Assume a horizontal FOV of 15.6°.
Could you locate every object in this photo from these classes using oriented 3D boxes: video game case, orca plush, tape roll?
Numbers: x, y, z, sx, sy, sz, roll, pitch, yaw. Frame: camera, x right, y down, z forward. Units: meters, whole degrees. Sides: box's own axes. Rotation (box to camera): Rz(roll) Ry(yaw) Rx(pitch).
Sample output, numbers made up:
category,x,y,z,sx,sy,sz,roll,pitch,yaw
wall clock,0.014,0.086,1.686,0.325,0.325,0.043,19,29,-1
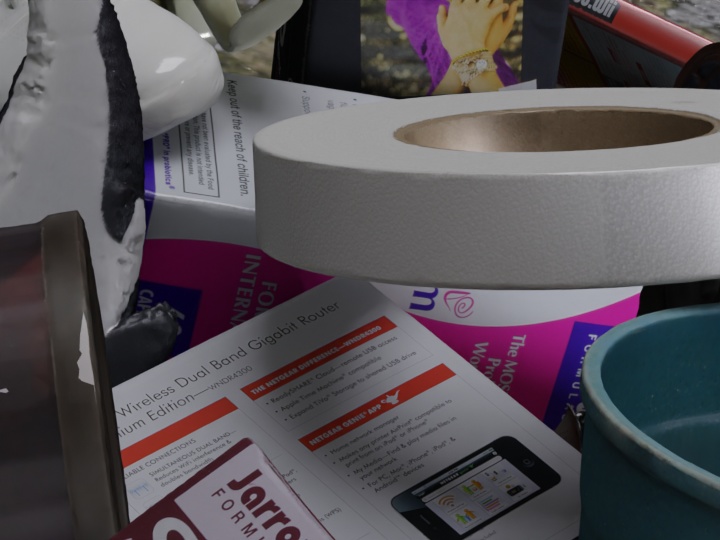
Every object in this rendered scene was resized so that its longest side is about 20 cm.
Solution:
category,x,y,z,sx,sy,sz,roll,pitch,yaw
video game case,0.095,-0.107,1.197,0.199,0.018,0.143,28,-7,20
orca plush,-0.118,-0.015,0.897,0.105,0.201,0.071,-4,5,-8
tape roll,0.065,-0.030,0.851,0.201,0.037,0.203,-2,10,0

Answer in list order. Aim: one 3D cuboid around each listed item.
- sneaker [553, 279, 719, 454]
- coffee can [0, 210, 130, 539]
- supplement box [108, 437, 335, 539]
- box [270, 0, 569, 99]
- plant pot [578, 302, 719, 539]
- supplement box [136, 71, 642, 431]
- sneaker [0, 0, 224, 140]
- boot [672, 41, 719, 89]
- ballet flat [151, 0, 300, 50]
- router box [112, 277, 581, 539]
category,x,y,z,sx,sy,sz,roll,pitch,yaw
sneaker,0.098,0.062,0.876,0.090,0.200,0.067,-8,61,11
coffee can,-0.163,0.070,0.709,0.199,0.147,0.147,-8,34,-5
supplement box,0.011,0.146,0.656,0.061,0.200,0.109,-36,42,-10
box,0.023,-0.111,1.069,0.105,0.201,0.122,3,31,-8
plant pot,0.146,0.129,0.728,0.199,0.189,0.200,7,17,-2
supplement box,0.000,0.000,0.985,0.199,0.102,0.104,7,32,-13
sneaker,-0.136,-0.107,0.951,0.199,0.089,0.075,22,44,32
boot,0.195,-0.004,1.034,0.097,0.075,0.201,11,42,-43
ballet flat,-0.066,-0.112,1.001,0.069,0.070,0.200,-5,-2,-29
router box,-0.020,0.099,0.828,0.199,0.049,0.179,-26,49,-32
